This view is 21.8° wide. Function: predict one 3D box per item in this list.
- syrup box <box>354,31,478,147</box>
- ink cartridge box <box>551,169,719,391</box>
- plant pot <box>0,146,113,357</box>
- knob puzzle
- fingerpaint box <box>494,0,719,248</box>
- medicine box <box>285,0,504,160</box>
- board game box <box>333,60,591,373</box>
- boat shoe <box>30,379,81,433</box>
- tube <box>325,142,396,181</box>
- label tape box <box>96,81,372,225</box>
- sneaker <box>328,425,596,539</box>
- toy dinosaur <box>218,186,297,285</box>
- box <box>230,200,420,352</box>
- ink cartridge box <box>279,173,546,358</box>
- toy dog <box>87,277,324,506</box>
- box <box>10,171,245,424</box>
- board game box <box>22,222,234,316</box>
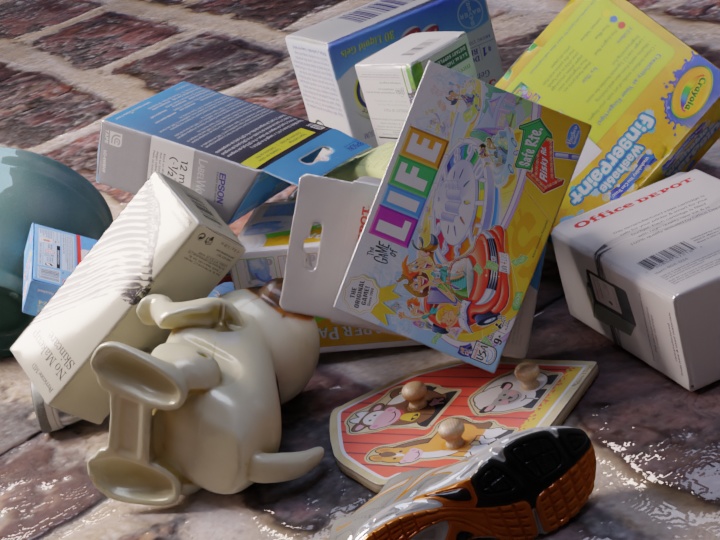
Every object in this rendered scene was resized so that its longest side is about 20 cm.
[{"bbox_3d":[0.072,-0.111,1.712,0.079,0.201,0.081,-32,24,-34],"label":"syrup box"},{"bbox_3d":[0.262,0.002,1.468,0.145,0.085,0.200,-22,23,-15],"label":"ink cartridge box"},{"bbox_3d":[-0.346,-0.002,1.801,0.199,0.201,0.135,-9,50,17],"label":"plant pot"},{"bbox_3d":[0.060,0.107,1.434,0.218,0.031,0.220,-14,22,6],"label":"knob puzzle"},{"bbox_3d":[0.201,-0.123,1.616,0.167,0.073,0.200,41,89,25],"label":"fingerpaint box"},{"bbox_3d":[0.048,-0.168,1.867,0.181,0.201,0.103,-24,21,-20],"label":"medicine box"},{"bbox_3d":[0.078,-0.040,1.419,0.134,0.201,0.034,21,3,6],"label":"board game box"},{"bbox_3d":[-0.251,0.074,1.680,0.064,0.075,0.202,-8,27,4],"label":"boat shoe"},{"bbox_3d":[0.043,-0.082,1.599,0.058,0.052,0.200,19,1,-32],"label":"tube"},{"bbox_3d":[-0.109,-0.096,1.635,0.199,0.067,0.143,20,27,19],"label":"label tape box"},{"bbox_3d":[0.064,0.152,1.272,0.199,0.076,0.092,-22,18,-18],"label":"sneaker"},{"bbox_3d":[-0.135,-0.013,1.716,0.104,0.182,0.201,14,66,34],"label":"toy dinosaur"},{"bbox_3d":[0.000,0.000,1.614,0.198,0.102,0.113,-5,24,14],"label":"box"},{"bbox_3d":[0.045,-0.008,1.479,0.198,0.116,0.068,11,8,6],"label":"ink cartridge box"},{"bbox_3d":[-0.102,0.080,1.475,0.192,0.141,0.200,7,29,20],"label":"toy dog"},{"bbox_3d":[-0.193,0.023,1.544,0.200,0.068,0.082,-50,53,8],"label":"box"},{"bbox_3d":[-0.203,0.020,1.680,0.198,0.037,0.151,14,17,-14],"label":"board game box"}]
